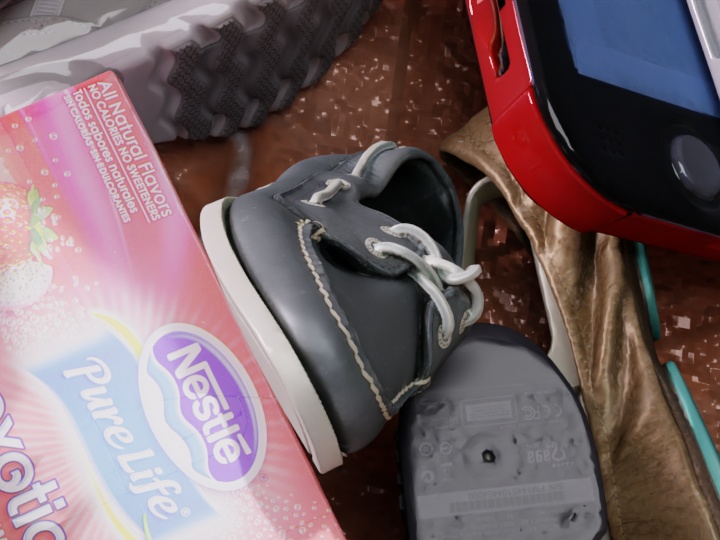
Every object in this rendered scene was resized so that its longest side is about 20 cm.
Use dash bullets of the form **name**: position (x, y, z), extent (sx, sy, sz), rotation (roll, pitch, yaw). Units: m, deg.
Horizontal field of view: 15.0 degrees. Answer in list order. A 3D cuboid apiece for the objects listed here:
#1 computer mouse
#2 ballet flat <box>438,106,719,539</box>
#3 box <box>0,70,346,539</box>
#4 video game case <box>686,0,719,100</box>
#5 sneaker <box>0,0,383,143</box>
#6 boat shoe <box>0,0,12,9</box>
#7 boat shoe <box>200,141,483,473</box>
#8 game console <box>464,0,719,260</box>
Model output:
- **computer mouse**: position (0.042, 0.112, 0.769), extent (0.059, 0.034, 0.200), rotation (-3, 74, 0)
- **ballet flat**: position (0.067, 0.033, 0.825), extent (0.072, 0.068, 0.200), rotation (-17, 69, 3)
- **box**: position (-0.067, 0.062, 0.751), extent (0.095, 0.103, 0.200), rotation (-24, 72, -9)
- **video game case**: position (0.146, -0.100, 0.881), extent (0.143, 0.017, 0.200), rotation (7, 60, -45)
- **sneaker**: position (-0.078, -0.081, 0.836), extent (0.200, 0.075, 0.082), rotation (-23, 65, -24)
- **boat shoe**: position (-0.071, -0.143, 0.803), extent (0.065, 0.073, 0.200), rotation (38, 81, 29)
- **boat shoe**: position (0.000, 0.000, 0.750), extent (0.062, 0.200, 0.073), rotation (-25, 99, 5)
- **game console**: position (0.099, -0.092, 0.856), extent (0.177, 0.031, 0.200), rotation (11, 58, -37)
